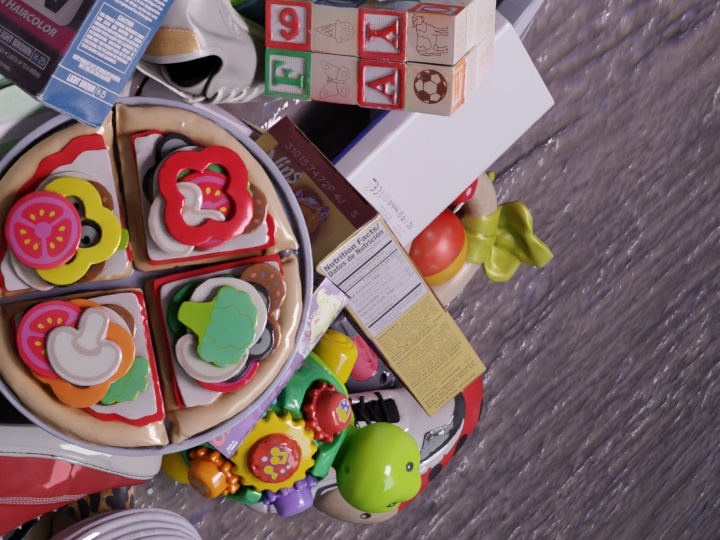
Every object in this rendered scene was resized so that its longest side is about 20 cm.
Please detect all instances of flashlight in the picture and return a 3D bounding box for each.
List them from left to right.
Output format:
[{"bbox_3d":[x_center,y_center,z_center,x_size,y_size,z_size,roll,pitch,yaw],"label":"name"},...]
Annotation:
[{"bbox_3d":[-0.005,0.054,1.481,0.068,0.067,0.200,-54,154,-12],"label":"flashlight"}]

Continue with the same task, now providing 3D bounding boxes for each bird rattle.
[{"bbox_3d":[0.071,-0.039,1.450,0.163,0.112,0.200,-52,154,-14],"label":"bird rattle"}]

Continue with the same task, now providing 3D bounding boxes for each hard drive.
[{"bbox_3d":[0.043,-0.081,1.313,0.200,0.025,0.132,-44,152,0],"label":"hard drive"}]

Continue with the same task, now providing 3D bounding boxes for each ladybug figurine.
[{"bbox_3d":[0.040,0.144,1.605,0.200,0.072,0.136,-47,-173,-18],"label":"ladybug figurine"}]

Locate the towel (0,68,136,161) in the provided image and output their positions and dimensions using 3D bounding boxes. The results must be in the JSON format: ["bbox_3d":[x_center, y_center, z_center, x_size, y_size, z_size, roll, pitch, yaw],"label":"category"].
[{"bbox_3d":[-0.195,-0.032,1.089,0.152,0.023,0.201,-27,142,-46],"label":"towel"}]

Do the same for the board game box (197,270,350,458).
[{"bbox_3d":[-0.095,0.033,1.159,0.032,0.200,0.121,38,83,-32],"label":"board game box"}]

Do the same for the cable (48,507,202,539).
[{"bbox_3d":[-0.175,0.249,1.244,0.200,0.069,0.201,-39,143,-18],"label":"cable"}]

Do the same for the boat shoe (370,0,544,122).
[{"bbox_3d":[0.081,-0.158,1.385,0.200,0.072,0.062,-47,159,-22],"label":"boat shoe"}]

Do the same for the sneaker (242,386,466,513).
[{"bbox_3d":[-0.008,0.131,1.482,0.198,0.074,0.080,-20,139,-10],"label":"sneaker"}]

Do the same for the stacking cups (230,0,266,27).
[{"bbox_3d":[-0.068,-0.176,1.114,0.061,0.060,0.200,-57,158,0],"label":"stacking cups"}]

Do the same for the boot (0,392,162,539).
[{"bbox_3d":[-0.224,0.149,1.191,0.199,0.072,0.145,13,109,-52],"label":"boot"}]

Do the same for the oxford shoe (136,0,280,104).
[{"bbox_3d":[-0.089,-0.122,1.089,0.200,0.074,0.058,38,51,-75],"label":"oxford shoe"}]

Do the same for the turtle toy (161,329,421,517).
[{"bbox_3d":[-0.049,0.120,1.359,0.198,0.101,0.147,16,110,-20],"label":"turtle toy"}]

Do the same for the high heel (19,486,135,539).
[{"bbox_3d":[-0.228,0.211,1.253,0.201,0.071,0.142,-59,157,18],"label":"high heel"}]

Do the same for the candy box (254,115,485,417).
[{"bbox_3d":[0.000,0.000,1.220,0.056,0.117,0.200,-39,140,-3],"label":"candy box"}]

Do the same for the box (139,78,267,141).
[{"bbox_3d":[-0.083,-0.079,1.215,0.039,0.041,0.200,-58,154,5],"label":"box"}]

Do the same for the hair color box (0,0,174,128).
[{"bbox_3d":[-0.129,-0.186,0.939,0.201,0.100,0.060,-59,153,3],"label":"hair color box"}]

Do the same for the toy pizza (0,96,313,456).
[{"bbox_3d":[-0.122,0.003,1.037,0.201,0.200,0.032,-53,-170,-8],"label":"toy pizza"}]

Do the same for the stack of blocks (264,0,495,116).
[{"bbox_3d":[0.025,-0.153,1.150,0.200,0.114,0.059,-51,146,-65],"label":"stack of blocks"}]
